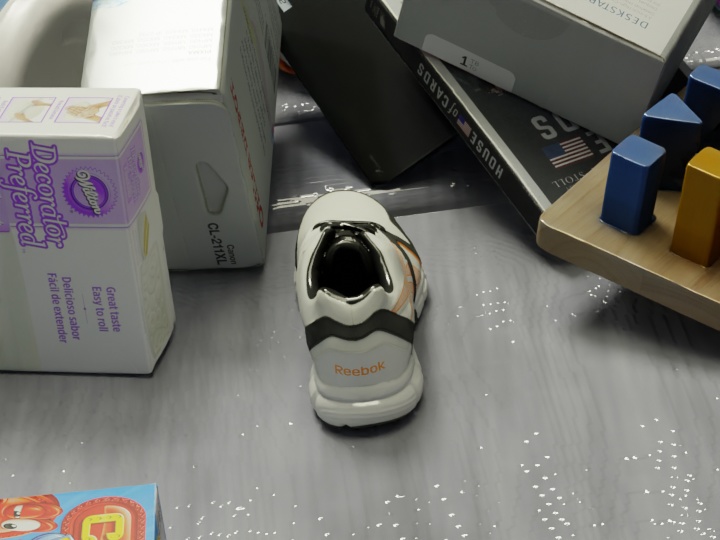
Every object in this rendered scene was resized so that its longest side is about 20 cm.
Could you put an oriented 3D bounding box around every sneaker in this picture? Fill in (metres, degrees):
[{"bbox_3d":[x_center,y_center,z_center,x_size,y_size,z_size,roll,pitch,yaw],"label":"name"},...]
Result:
[{"bbox_3d":[0.000,0.000,1.338,0.074,0.080,0.200,-9,29,-1],"label":"sneaker"}]

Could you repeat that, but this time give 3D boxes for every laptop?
[{"bbox_3d":[0.062,-0.149,1.574,0.200,0.103,0.177,-4,51,-44],"label":"laptop"}]

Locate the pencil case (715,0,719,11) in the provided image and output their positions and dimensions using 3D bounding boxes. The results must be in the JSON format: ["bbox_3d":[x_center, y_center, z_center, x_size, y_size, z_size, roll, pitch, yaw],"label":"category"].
[{"bbox_3d":[0.241,-0.243,1.693,0.085,0.093,0.200,-10,30,-7],"label":"pencil case"}]

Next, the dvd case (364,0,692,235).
[{"bbox_3d":[0.116,-0.110,1.469,0.150,0.025,0.200,-20,58,-27],"label":"dvd case"}]

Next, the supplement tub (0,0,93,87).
[{"bbox_3d":[-0.253,-0.114,1.511,0.200,0.145,0.145,11,34,26],"label":"supplement tub"}]

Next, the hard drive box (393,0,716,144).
[{"bbox_3d":[0.134,-0.188,1.470,0.156,0.077,0.200,27,50,9],"label":"hard drive box"}]

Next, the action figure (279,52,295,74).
[{"bbox_3d":[-0.026,-0.184,1.677,0.200,0.105,0.194,15,31,-21],"label":"action figure"}]

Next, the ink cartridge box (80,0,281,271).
[{"bbox_3d":[-0.099,-0.119,1.438,0.083,0.146,0.200,-3,49,7],"label":"ink cartridge box"}]

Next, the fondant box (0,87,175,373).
[{"bbox_3d":[-0.208,-0.022,1.345,0.200,0.144,0.058,0,30,11],"label":"fondant box"}]

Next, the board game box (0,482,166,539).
[{"bbox_3d":[-0.182,0.179,1.086,0.196,0.056,0.200,-6,30,0],"label":"board game box"}]

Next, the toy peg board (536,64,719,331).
[{"bbox_3d":[0.232,-0.058,1.335,0.199,0.098,0.200,26,41,23],"label":"toy peg board"}]
